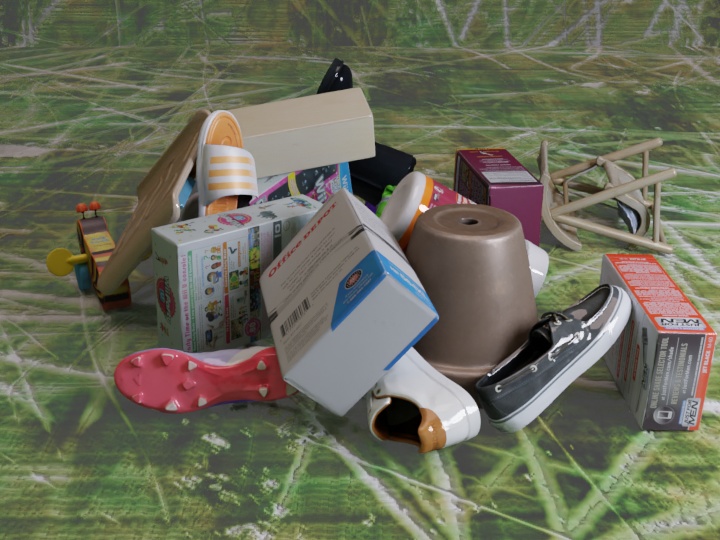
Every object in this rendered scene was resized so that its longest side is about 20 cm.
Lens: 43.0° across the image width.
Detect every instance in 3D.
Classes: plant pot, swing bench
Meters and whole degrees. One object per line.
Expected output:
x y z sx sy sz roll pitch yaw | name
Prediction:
0.116 0.027 0.995 0.198 0.176 0.201 1 23 -1 | plant pot
0.371 -0.118 1.408 0.198 0.131 0.199 0 23 13 | swing bench

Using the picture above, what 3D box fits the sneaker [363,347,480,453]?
0.024 0.117 0.910 0.084 0.074 0.199 -18 27 -31 | sneaker

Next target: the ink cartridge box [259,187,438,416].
-0.020 0.026 0.939 0.084 0.146 0.200 37 15 -27 | ink cartridge box

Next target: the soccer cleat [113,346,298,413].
-0.153 0.110 0.954 0.198 0.067 0.076 -3 1 -3 | soccer cleat

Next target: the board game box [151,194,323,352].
-0.134 0.006 1.055 0.199 0.149 0.064 -17 31 -36 | board game box

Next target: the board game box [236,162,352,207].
-0.093 -0.081 1.234 0.064 0.149 0.200 15 39 32 | board game box

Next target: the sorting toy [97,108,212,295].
-0.246 -0.083 1.128 0.036 0.185 0.201 32 38 -23 | sorting toy

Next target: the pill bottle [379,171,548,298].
0.124 -0.030 1.123 0.199 0.110 0.110 27 19 -13 | pill bottle

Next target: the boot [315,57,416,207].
0.005 -0.189 1.305 0.167 0.201 0.077 22 41 -1 | boot

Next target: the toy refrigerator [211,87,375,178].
-0.086 -0.172 1.177 0.198 0.070 0.076 -12 41 -7 | toy refrigerator

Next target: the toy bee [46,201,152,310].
-0.357 -0.030 1.211 0.199 0.110 0.130 19 31 38 | toy bee

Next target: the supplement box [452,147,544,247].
0.205 -0.108 1.395 0.085 0.111 0.200 -3 23 -8 | supplement box

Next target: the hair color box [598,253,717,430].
0.306 0.070 0.974 0.063 0.112 0.200 1 23 0 | hair color box

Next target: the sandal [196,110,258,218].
-0.152 -0.084 1.087 0.059 0.209 0.079 10 11 29 | sandal

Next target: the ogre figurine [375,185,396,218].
0.084 -0.037 1.233 0.120 0.098 0.201 -31 81 -43 | ogre figurine

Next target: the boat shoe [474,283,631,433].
0.194 0.076 0.914 0.200 0.057 0.069 -43 19 -17 | boat shoe

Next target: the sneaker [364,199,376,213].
0.035 -0.122 1.439 0.069 0.101 0.200 -4 23 -6 | sneaker

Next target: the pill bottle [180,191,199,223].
-0.151 -0.077 1.311 0.115 0.117 0.199 15 25 32 | pill bottle
